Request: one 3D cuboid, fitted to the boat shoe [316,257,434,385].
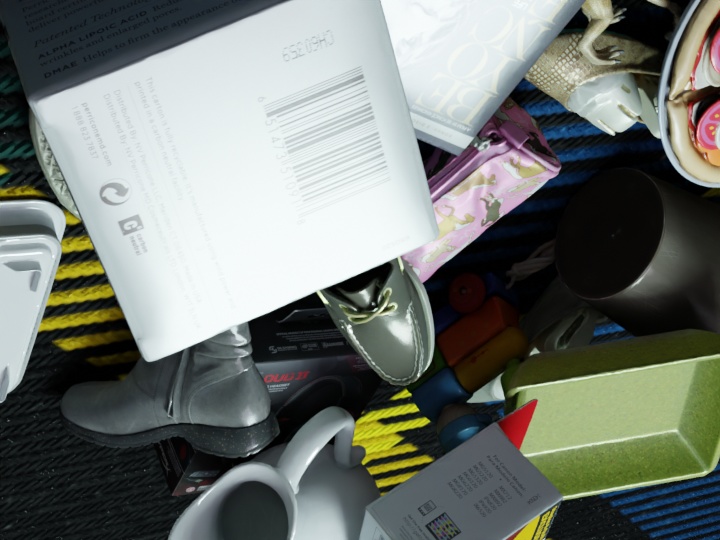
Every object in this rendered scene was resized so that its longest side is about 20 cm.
[{"bbox_3d":[-0.003,0.001,1.144,0.071,0.060,0.204,-18,113,14],"label":"boat shoe"}]

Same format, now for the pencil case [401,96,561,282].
[{"bbox_3d":[0.052,-0.045,1.198,0.200,0.083,0.086,-40,121,21],"label":"pencil case"}]

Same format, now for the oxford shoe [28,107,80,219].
[{"bbox_3d":[-0.152,-0.060,1.056,0.075,0.058,0.200,-29,134,8],"label":"oxford shoe"}]

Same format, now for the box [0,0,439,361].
[{"bbox_3d":[-0.080,-0.089,0.941,0.198,0.131,0.200,-23,131,-6],"label":"box"}]

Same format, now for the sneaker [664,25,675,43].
[{"bbox_3d":[0.308,-0.186,1.210,0.198,0.077,0.086,-6,127,-35],"label":"sneaker"}]

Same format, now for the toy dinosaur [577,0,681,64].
[{"bbox_3d":[0.157,-0.196,1.102,0.198,0.059,0.102,-24,132,6],"label":"toy dinosaur"}]

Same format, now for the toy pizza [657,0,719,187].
[{"bbox_3d":[0.292,-0.147,1.151,0.198,0.032,0.202,-20,128,-27],"label":"toy pizza"}]

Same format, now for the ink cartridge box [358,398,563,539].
[{"bbox_3d":[0.082,0.217,1.263,0.175,0.084,0.201,-30,153,-26],"label":"ink cartridge box"}]

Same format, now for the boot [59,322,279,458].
[{"bbox_3d":[-0.151,0.061,1.204,0.198,0.133,0.070,0,-156,28],"label":"boot"}]

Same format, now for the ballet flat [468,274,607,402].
[{"bbox_3d":[0.158,0.075,1.464,0.067,0.064,0.200,5,137,-40],"label":"ballet flat"}]

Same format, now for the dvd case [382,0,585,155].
[{"bbox_3d":[0.061,-0.169,1.049,0.147,0.016,0.200,19,128,-29],"label":"dvd case"}]

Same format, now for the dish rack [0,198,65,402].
[{"bbox_3d":[-0.290,0.037,1.101,0.170,0.044,0.201,-5,141,-30],"label":"dish rack"}]

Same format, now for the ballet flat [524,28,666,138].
[{"bbox_3d":[0.203,-0.132,1.195,0.198,0.066,0.070,2,150,-35],"label":"ballet flat"}]

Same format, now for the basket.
[{"bbox_3d":[0.267,0.003,1.361,0.199,0.182,0.136,24,131,-40],"label":"basket"}]

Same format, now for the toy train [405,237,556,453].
[{"bbox_3d":[0.124,0.059,1.366,0.199,0.117,0.084,-37,147,16],"label":"toy train"}]

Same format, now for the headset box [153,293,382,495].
[{"bbox_3d":[-0.069,0.089,1.306,0.147,0.076,0.201,-3,142,-32],"label":"headset box"}]

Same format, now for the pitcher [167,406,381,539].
[{"bbox_3d":[-0.041,0.175,1.250,0.172,0.121,0.200,-48,161,10],"label":"pitcher"}]

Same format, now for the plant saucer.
[{"bbox_3d":[0.205,0.115,1.333,0.197,0.048,0.201,-9,144,-5],"label":"plant saucer"}]
